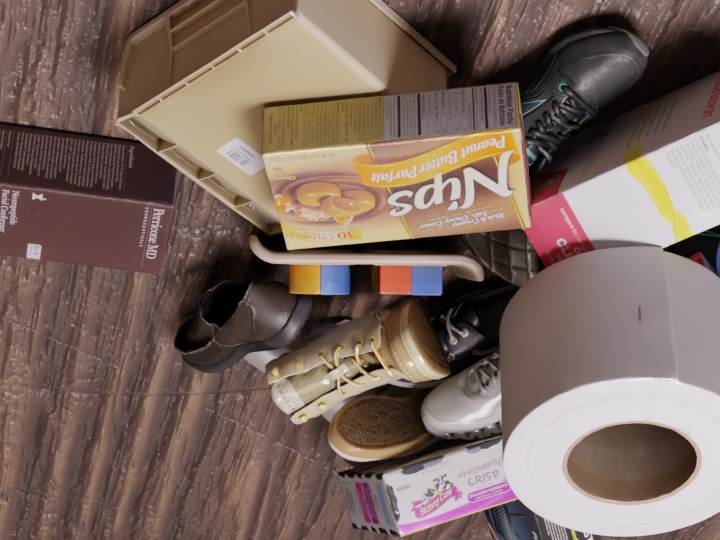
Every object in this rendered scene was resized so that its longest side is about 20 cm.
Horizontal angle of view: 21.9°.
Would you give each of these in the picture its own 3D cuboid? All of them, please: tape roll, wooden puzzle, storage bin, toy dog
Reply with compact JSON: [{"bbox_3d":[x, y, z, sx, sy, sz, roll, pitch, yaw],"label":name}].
[{"bbox_3d":[0.212,0.100,1.484,0.201,0.140,0.203,2,137,1],"label":"tape roll"},{"bbox_3d":[0.000,0.000,1.622,0.199,0.047,0.185,5,-179,-3],"label":"wooden puzzle"},{"bbox_3d":[-0.060,-0.141,1.489,0.198,0.094,0.200,-27,135,30],"label":"storage bin"},{"bbox_3d":[-0.020,0.099,1.813,0.131,0.097,0.200,-15,127,29],"label":"toy dog"}]

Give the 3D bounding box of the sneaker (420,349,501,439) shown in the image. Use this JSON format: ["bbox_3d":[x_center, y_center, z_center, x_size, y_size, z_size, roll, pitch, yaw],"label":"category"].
[{"bbox_3d":[0.142,0.087,1.674,0.199,0.075,0.081,-24,139,4],"label":"sneaker"}]

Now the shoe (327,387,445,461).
[{"bbox_3d":[0.035,0.148,1.715,0.200,0.070,0.054,-12,138,-52],"label":"shoe"}]

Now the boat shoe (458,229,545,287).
[{"bbox_3d":[0.162,-0.018,1.652,0.199,0.068,0.072,17,95,-30],"label":"boat shoe"}]

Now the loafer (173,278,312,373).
[{"bbox_3d":[-0.120,0.039,1.714,0.071,0.073,0.200,37,148,-21],"label":"loafer"}]

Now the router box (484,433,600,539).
[{"bbox_3d":[0.164,0.205,1.819,0.062,0.150,0.201,-25,116,-15],"label":"router box"}]

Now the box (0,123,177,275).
[{"bbox_3d":[-0.262,-0.062,1.604,0.199,0.075,0.100,6,141,-10],"label":"box"}]

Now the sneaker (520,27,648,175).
[{"bbox_3d":[0.154,-0.121,1.511,0.075,0.080,0.200,34,129,-30],"label":"sneaker"}]

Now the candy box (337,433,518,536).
[{"bbox_3d":[0.067,0.199,1.736,0.136,0.061,0.200,-16,177,-13],"label":"candy box"}]

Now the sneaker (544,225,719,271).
[{"bbox_3d":[0.249,-0.022,1.621,0.199,0.080,0.075,-10,175,-15],"label":"sneaker"}]

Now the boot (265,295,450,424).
[{"bbox_3d":[-0.006,0.083,1.618,0.155,0.200,0.073,-26,99,3],"label":"boot"}]

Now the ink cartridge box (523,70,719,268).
[{"bbox_3d":[0.242,-0.080,1.509,0.199,0.145,0.084,-25,105,28],"label":"ink cartridge box"}]

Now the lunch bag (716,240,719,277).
[{"bbox_3d":[0.380,-0.009,1.595,0.075,0.161,0.200,0,150,44],"label":"lunch bag"}]

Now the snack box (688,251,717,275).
[{"bbox_3d":[0.288,0.089,1.618,0.142,0.053,0.200,-32,127,19],"label":"snack box"}]

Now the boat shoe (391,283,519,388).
[{"bbox_3d":[0.109,0.054,1.729,0.199,0.074,0.060,-13,146,-2],"label":"boat shoe"}]

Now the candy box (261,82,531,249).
[{"bbox_3d":[0.030,-0.080,1.446,0.199,0.056,0.116,-6,141,6],"label":"candy box"}]
